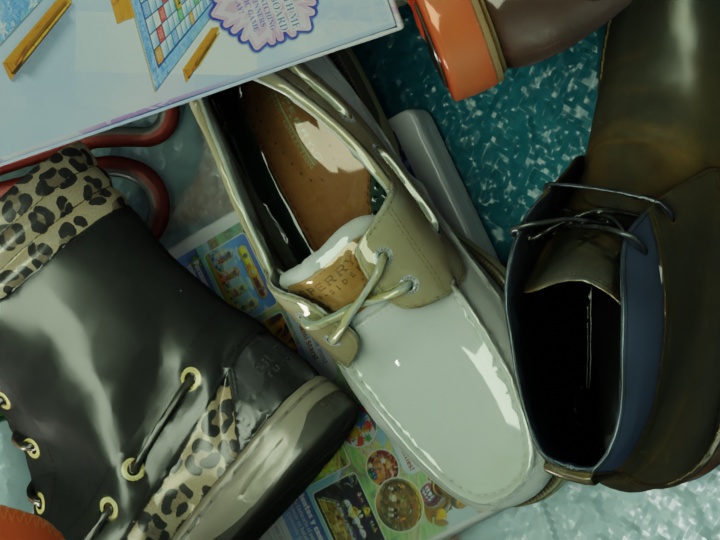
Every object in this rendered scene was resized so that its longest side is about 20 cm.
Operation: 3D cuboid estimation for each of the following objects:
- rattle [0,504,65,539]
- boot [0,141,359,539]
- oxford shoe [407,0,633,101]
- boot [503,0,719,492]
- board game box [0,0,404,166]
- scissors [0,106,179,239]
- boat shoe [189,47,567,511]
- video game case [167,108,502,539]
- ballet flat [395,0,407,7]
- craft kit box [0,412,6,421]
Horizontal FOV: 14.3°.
[{"bbox_3d":[-0.031,0.111,0.952,0.142,0.130,0.200,-30,118,8],"label":"rattle"},{"bbox_3d":[-0.115,0.066,1.050,0.200,0.073,0.151,-45,82,18],"label":"boot"},{"bbox_3d":[0.031,-0.148,0.934,0.072,0.071,0.201,-20,63,2],"label":"oxford shoe"},{"bbox_3d":[0.096,-0.022,0.952,0.074,0.097,0.202,3,96,26],"label":"boot"},{"bbox_3d":[-0.109,-0.140,0.920,0.198,0.041,0.201,-18,116,0],"label":"board game box"},{"bbox_3d":[-0.165,-0.033,1.089,0.199,0.014,0.074,-7,95,4],"label":"scissors"},{"bbox_3d":[0.000,0.000,0.998,0.075,0.068,0.201,-40,77,23],"label":"boat shoe"},{"bbox_3d":[-0.028,0.049,1.064,0.199,0.018,0.144,-29,81,26],"label":"video game case"},{"bbox_3d":[0.053,-0.141,0.984,0.200,0.062,0.068,-34,61,30],"label":"ballet flat"},{"bbox_3d":[-0.247,-0.013,1.157,0.199,0.048,0.199,-17,84,26],"label":"craft kit box"}]
